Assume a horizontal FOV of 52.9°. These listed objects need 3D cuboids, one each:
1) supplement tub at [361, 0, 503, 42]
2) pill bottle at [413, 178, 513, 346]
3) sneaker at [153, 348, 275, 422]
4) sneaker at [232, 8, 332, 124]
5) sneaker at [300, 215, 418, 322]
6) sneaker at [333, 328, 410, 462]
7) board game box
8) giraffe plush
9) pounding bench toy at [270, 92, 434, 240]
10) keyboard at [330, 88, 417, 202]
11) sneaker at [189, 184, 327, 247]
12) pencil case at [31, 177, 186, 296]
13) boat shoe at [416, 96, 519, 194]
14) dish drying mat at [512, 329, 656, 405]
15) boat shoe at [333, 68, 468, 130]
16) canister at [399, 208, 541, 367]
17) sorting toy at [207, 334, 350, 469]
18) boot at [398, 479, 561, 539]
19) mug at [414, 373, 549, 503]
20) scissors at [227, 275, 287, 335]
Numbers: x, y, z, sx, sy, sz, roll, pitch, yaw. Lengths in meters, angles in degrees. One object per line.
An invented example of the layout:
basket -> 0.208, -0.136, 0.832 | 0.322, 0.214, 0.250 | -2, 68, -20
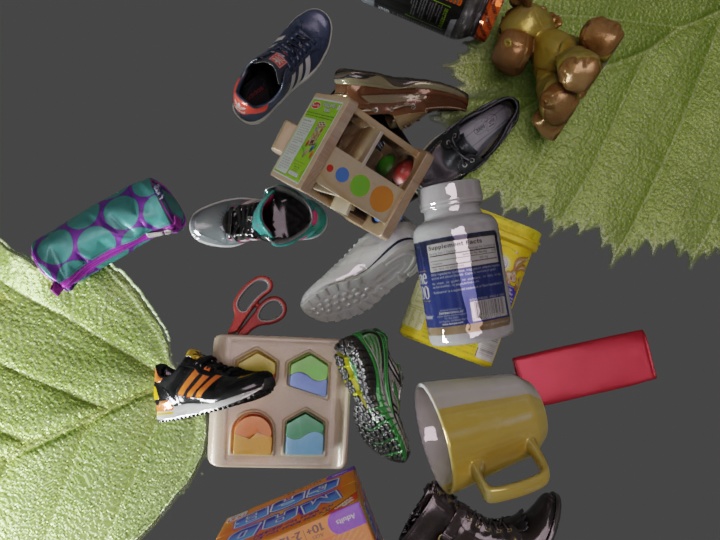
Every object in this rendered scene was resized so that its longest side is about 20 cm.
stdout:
supplement tub -> 0.105, -0.408, 1.028 | 0.199, 0.123, 0.123 | 23, 86, -1
pill bottle -> 0.127, -0.010, 0.926 | 0.110, 0.111, 0.201 | -9, 89, -2
sneaker -> -0.207, 0.146, 0.979 | 0.199, 0.070, 0.091 | -18, 83, 28
sneaker -> -0.109, -0.298, 1.033 | 0.075, 0.085, 0.200 | 36, 86, 1
sneaker -> 0.000, 0.000, 1.031 | 0.199, 0.076, 0.081 | -30, 46, 10
sneaker -> 0.036, 0.176, 1.014 | 0.085, 0.078, 0.201 | -24, 103, -39
board game box -> -0.060, 0.403, 0.935 | 0.199, 0.200, 0.201 | -22, 87, -4
giraffe plush -> 0.256, -0.307, 1.004 | 0.162, 0.173, 0.200 | 34, 51, 8
pounding bench toy -> -0.020, -0.142, 0.972 | 0.156, 0.200, 0.125 | 29, 92, -28
keyboard -> 0.016, -0.182, 1.063 | 0.104, 0.040, 0.201 | -31, 87, -27
sneaker -> -0.145, -0.069, 1.000 | 0.199, 0.121, 0.084 | -5, 87, -2
pencil case -> -0.349, -0.050, 1.010 | 0.199, 0.085, 0.093 | -30, 61, -3
boat shoe -> 0.154, -0.182, 1.038 | 0.199, 0.066, 0.075 | -35, 90, -9
dish drying mat -> 0.326, 0.143, 1.055 | 0.199, 0.018, 0.077 | -12, 86, -2
boat shoe -> 0.055, -0.241, 1.039 | 0.199, 0.076, 0.074 | 4, 104, -15
canister -> 0.151, 0.019, 1.023 | 0.148, 0.087, 0.201 | 20, 87, 0
sorting toy -> -0.114, 0.187, 1.022 | 0.199, 0.036, 0.186 | 3, 89, -3
boot -> 0.164, 0.352, 1.011 | 0.174, 0.069, 0.200 | 38, 88, 0
mug -> 0.174, 0.226, 0.981 | 0.152, 0.150, 0.187 | -12, 62, -11
scissors -> -0.189, 0.095, 1.044 | 0.073, 0.014, 0.200 | 45, 87, -2
